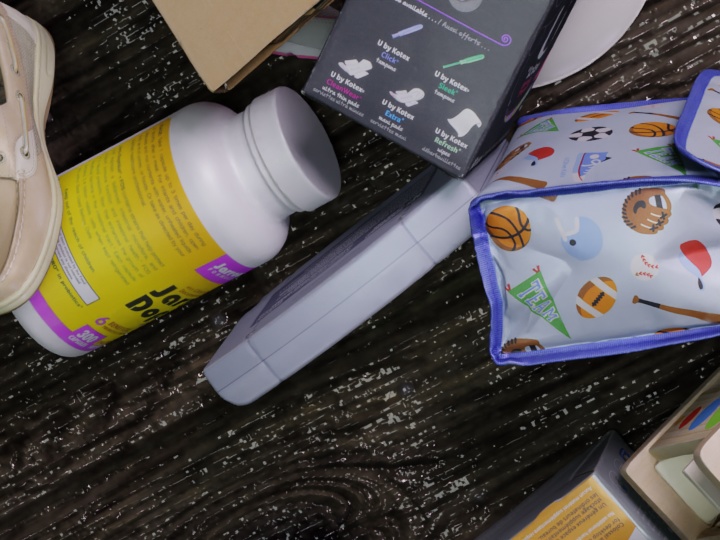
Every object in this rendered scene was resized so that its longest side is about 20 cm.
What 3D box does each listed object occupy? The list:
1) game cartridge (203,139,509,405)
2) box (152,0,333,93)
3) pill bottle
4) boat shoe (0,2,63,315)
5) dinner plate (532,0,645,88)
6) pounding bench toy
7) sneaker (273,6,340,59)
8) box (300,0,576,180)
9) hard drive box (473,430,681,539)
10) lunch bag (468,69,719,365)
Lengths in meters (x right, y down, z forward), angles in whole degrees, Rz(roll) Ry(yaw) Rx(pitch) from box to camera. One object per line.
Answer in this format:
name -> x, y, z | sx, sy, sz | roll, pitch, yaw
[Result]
game cartridge -> 0.000, 0.000, 1.512 | 0.200, 0.133, 0.041 | -38, 93, 21
box -> -0.075, -0.221, 1.405 | 0.163, 0.021, 0.200 | -38, 79, 29
pill bottle -> -0.114, -0.033, 1.546 | 0.200, 0.104, 0.104 | -27, 98, 20
boat shoe -> -0.218, -0.070, 1.522 | 0.072, 0.065, 0.200 | -16, 60, 27
dinner plate -> 0.074, -0.199, 1.495 | 0.200, 0.024, 0.201 | 4, 108, 13
pounding bench toy -> 0.223, 0.133, 1.438 | 0.200, 0.156, 0.124 | -43, 92, -13
sneaker -> -0.081, -0.197, 1.498 | 0.200, 0.081, 0.088 | 38, 108, 7
box -> 0.067, -0.169, 1.427 | 0.106, 0.122, 0.200 | 29, 112, 6
hard drive box -> 0.157, 0.224, 1.569 | 0.156, 0.077, 0.200 | -42, 93, 21
lunch bag -> 0.174, -0.033, 1.441 | 0.199, 0.170, 0.124 | -5, 109, 16
